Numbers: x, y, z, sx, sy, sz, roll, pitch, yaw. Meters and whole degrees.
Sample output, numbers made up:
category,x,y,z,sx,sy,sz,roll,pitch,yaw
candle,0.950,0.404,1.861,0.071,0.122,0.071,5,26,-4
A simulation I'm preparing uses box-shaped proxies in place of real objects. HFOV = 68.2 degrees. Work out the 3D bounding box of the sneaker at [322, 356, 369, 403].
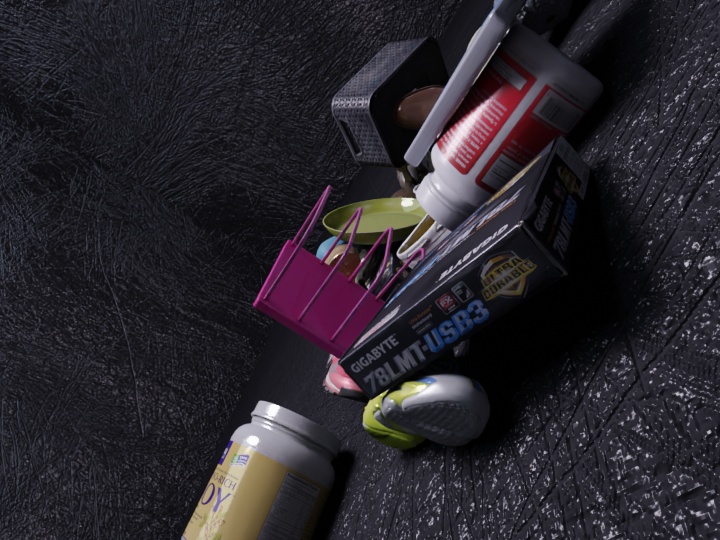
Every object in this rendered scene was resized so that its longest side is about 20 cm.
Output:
category,x,y,z,sx,sy,sz,roll,pitch,yaw
sneaker,-0.007,0.110,0.722,0.200,0.072,0.088,-109,33,-78

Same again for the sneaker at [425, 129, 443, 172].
category,x,y,z,sx,sy,sz,roll,pitch,yaw
sneaker,0.142,-0.210,0.900,0.076,0.081,0.200,-60,9,-1

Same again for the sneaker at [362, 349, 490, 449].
category,x,y,z,sx,sy,sz,roll,pitch,yaw
sneaker,0.058,0.094,0.471,0.106,0.075,0.200,-65,9,-27

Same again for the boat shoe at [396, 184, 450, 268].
category,x,y,z,sx,sy,sz,roll,pitch,yaw
boat shoe,0.109,-0.087,0.700,0.203,0.085,0.075,-56,10,31

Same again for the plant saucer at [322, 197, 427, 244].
category,x,y,z,sx,sy,sz,roll,pitch,yaw
plant saucer,0.034,-0.084,0.916,0.201,0.196,0.032,-83,-13,-67

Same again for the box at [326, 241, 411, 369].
category,x,y,z,sx,sy,sz,roll,pitch,yaw
box,0.017,0.059,0.890,0.201,0.049,0.162,-57,11,21

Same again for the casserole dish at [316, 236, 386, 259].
category,x,y,z,sx,sy,sz,roll,pitch,yaw
casserole dish,-0.012,-0.027,0.974,0.198,0.039,0.123,-21,-39,-33

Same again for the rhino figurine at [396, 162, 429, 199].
category,x,y,z,sx,sy,sz,roll,pitch,yaw
rhino figurine,0.098,-0.193,1.041,0.059,0.088,0.201,-29,22,8

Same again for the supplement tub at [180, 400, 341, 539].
category,x,y,z,sx,sy,sz,roll,pitch,yaw
supplement tub,-0.117,0.281,0.652,0.202,0.144,0.145,-65,10,-24

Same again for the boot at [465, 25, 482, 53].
category,x,y,z,sx,sy,sz,roll,pitch,yaw
boot,0.233,-0.370,0.914,0.155,0.071,0.203,147,144,-73

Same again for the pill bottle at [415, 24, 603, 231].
category,x,y,z,sx,sy,sz,roll,pitch,yaw
pill bottle,0.147,-0.139,0.566,0.201,0.111,0.113,-55,11,30

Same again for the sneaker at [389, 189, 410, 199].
category,x,y,z,sx,sy,sz,roll,pitch,yaw
sneaker,0.044,-0.073,1.070,0.202,0.070,0.076,-59,10,14

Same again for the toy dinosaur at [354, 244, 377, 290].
category,x,y,z,sx,sy,sz,roll,pitch,yaw
toy dinosaur,0.000,0.000,0.887,0.088,0.047,0.201,-45,18,32

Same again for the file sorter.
category,x,y,z,sx,sy,sz,roll,pitch,yaw
file sorter,0.002,0.015,0.644,0.126,0.198,0.140,-51,12,30

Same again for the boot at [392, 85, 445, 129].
category,x,y,z,sx,sy,sz,roll,pitch,yaw
boot,0.138,-0.228,0.751,0.201,0.183,0.065,-86,-13,-69

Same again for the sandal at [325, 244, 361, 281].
category,x,y,z,sx,sy,sz,roll,pitch,yaw
sandal,-0.043,0.064,0.816,0.070,0.076,0.214,-109,29,-46

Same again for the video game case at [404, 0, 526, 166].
category,x,y,z,sx,sy,sz,roll,pitch,yaw
video game case,0.128,-0.231,0.577,0.183,0.022,0.200,-57,1,-33

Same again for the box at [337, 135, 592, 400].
category,x,y,z,sx,sy,sz,roll,pitch,yaw
box,0.092,-0.005,0.444,0.200,0.050,0.198,-44,1,39

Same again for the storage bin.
category,x,y,z,sx,sy,sz,roll,pitch,yaw
storage bin,0.061,-0.286,0.907,0.093,0.136,0.201,14,56,43

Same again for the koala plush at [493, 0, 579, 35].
category,x,y,z,sx,sy,sz,roll,pitch,yaw
koala plush,0.244,-0.404,0.719,0.201,0.181,0.179,112,-178,-55
